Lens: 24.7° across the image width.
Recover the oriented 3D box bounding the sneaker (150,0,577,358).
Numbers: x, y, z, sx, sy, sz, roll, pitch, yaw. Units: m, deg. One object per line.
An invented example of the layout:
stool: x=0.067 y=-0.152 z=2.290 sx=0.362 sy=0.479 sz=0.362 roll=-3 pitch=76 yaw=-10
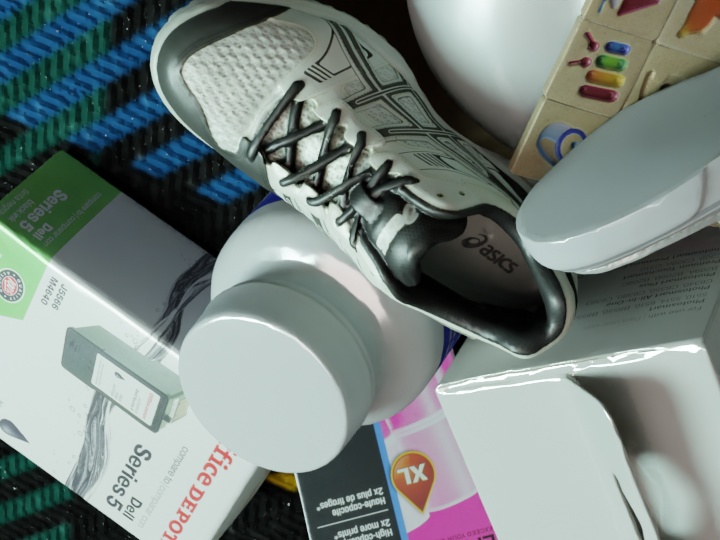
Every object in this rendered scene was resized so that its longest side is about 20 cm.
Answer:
sneaker: x=0.008 y=-0.038 z=0.638 sx=0.199 sy=0.088 sz=0.076 roll=31 pitch=110 yaw=-14

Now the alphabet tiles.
alphabet tiles: x=0.167 y=-0.105 z=0.624 sx=0.166 sy=0.008 sz=0.201 roll=13 pitch=118 yaw=-23

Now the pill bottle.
pill bottle: x=0.000 y=0.000 z=0.758 sx=0.111 sy=0.200 sz=0.113 roll=14 pitch=127 yaw=20

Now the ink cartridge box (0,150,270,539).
ink cartridge box: x=-0.132 y=0.053 z=0.935 sx=0.199 sy=0.084 sz=0.146 roll=35 pitch=129 yaw=4

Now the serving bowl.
serving bowl: x=0.120 y=-0.118 z=0.646 sx=0.198 sy=0.066 sz=0.201 roll=-7 pitch=123 yaw=-10

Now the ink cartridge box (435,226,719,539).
ink cartridge box: x=0.130 y=0.055 z=0.727 sx=0.124 sy=0.200 sz=0.129 roll=-12 pitch=113 yaw=32

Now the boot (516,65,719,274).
boot: x=0.163 y=-0.033 z=0.618 sx=0.199 sy=0.074 sz=0.096 roll=-30 pitch=119 yaw=3

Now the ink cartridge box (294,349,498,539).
ink cartridge box: x=0.016 y=0.109 z=0.828 sx=0.094 sy=0.201 sz=0.037 roll=-14 pitch=161 yaw=-2

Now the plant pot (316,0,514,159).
plant pot: x=0.031 y=-0.144 z=0.700 sx=0.199 sy=0.093 sz=0.202 roll=-7 pitch=123 yaw=-11
